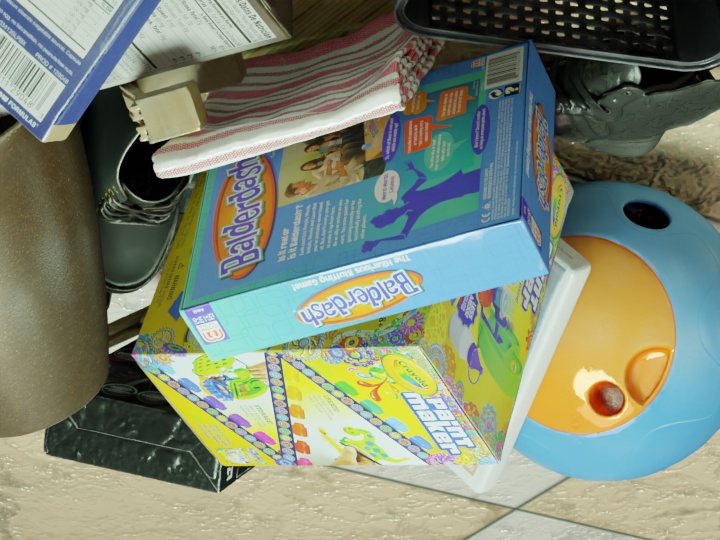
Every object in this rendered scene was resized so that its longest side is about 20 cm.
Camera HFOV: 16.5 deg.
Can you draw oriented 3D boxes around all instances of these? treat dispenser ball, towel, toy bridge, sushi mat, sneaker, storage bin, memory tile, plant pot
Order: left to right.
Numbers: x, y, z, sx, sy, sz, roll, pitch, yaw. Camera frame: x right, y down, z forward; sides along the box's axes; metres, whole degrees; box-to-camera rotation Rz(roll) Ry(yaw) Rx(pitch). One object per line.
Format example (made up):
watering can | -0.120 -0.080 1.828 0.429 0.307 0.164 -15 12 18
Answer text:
plant pot | -0.228 -0.007 1.486 0.186 0.187 0.201 -12 120 19
sneaker | -0.143 -0.045 1.522 0.074 0.107 0.201 -2 129 -13
memory tile | -0.123 0.022 1.699 0.153 0.017 0.200 -23 -178 34
toy bridge | -0.099 -0.114 1.412 0.067 0.200 0.027 -15 108 16
towel | -0.032 -0.105 1.395 0.145 0.200 0.030 -17 104 14
sushi mat | -0.005 -0.149 1.506 0.095 0.012 0.200 21 144 -33
storage bin | 0.124 -0.192 1.348 0.199 0.094 0.135 5 151 -14
sneaker | 0.144 -0.117 1.529 0.198 0.060 0.104 3 153 -19
treat dispenser ball | 0.165 0.041 1.668 0.199 0.202 0.201 -1 152 -1

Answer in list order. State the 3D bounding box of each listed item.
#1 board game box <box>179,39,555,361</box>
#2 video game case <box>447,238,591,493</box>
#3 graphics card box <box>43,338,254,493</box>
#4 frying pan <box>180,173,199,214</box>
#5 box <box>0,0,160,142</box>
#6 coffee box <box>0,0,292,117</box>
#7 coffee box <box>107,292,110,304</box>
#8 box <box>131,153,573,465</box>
board game box | 0.006 -0.039 1.358 0.199 0.153 0.045 -14 130 19
video game case | 0.049 0.018 1.609 0.023 0.182 0.201 -25 146 -42
graphics card box | -0.109 0.086 1.618 0.125 0.051 0.200 12 -164 17
frying pan | -0.106 -0.084 1.612 0.114 0.031 0.190 5 154 -12
box | -0.146 -0.181 1.276 0.200 0.121 0.032 -53 167 19
coffee box | -0.140 -0.168 1.358 0.199 0.114 0.080 -14 147 21
coffee box | -0.272 -0.022 1.628 0.199 0.080 0.113 16 157 -29
box | 0.000 0.000 1.462 0.192 0.201 0.122 -3 142 29
